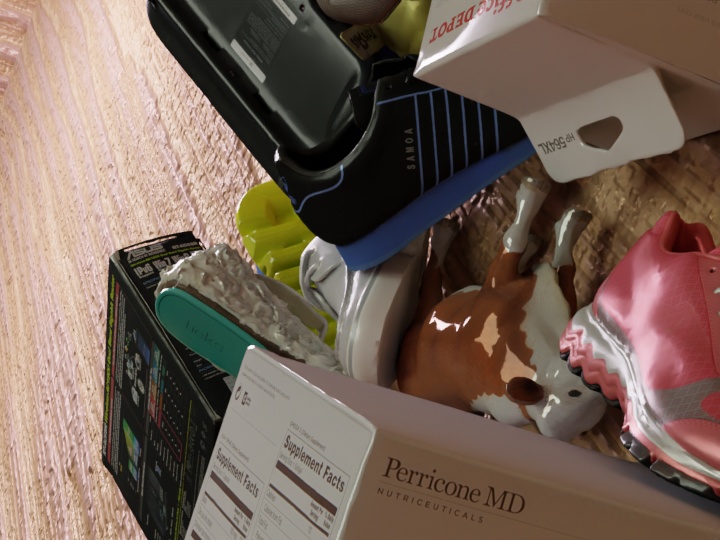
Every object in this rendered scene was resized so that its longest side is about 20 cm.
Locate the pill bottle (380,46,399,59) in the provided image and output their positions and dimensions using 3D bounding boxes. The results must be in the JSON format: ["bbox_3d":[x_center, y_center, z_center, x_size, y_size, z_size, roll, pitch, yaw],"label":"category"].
[{"bbox_3d":[0.006,-0.203,1.192,0.201,0.115,0.116,-68,20,12],"label":"pill bottle"}]

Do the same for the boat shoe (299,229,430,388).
[{"bbox_3d":[0.000,0.000,1.025,0.200,0.068,0.072,-74,-10,-57],"label":"boat shoe"}]

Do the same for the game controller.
[{"bbox_3d":[-0.054,-0.128,1.049,0.200,0.042,0.105,51,120,24],"label":"game controller"}]

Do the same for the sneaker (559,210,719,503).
[{"bbox_3d":[0.139,0.032,0.710,0.087,0.073,0.200,-64,23,12],"label":"sneaker"}]

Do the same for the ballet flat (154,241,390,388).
[{"bbox_3d":[-0.026,0.055,1.017,0.072,0.200,0.072,-47,-6,-7],"label":"ballet flat"}]

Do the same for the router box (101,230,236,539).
[{"bbox_3d":[-0.106,0.099,1.149,0.150,0.062,0.201,52,147,35],"label":"router box"}]

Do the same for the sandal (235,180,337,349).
[{"bbox_3d":[-0.029,0.034,1.172,0.087,0.079,0.201,80,180,-48],"label":"sandal"}]

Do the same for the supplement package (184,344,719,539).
[{"bbox_3d":[0.050,0.118,0.684,0.156,0.199,0.112,22,95,69],"label":"supplement package"}]

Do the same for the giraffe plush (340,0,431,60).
[{"bbox_3d":[0.066,-0.200,1.013,0.162,0.173,0.200,-39,21,20],"label":"giraffe plush"}]

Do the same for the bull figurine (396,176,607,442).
[{"bbox_3d":[0.072,0.027,0.903,0.200,0.065,0.122,-16,56,66],"label":"bull figurine"}]

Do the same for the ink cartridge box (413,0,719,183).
[{"bbox_3d":[0.118,-0.150,0.838,0.128,0.124,0.201,-18,56,66],"label":"ink cartridge box"}]

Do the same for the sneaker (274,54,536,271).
[{"bbox_3d":[0.047,-0.086,0.939,0.200,0.078,0.070,-39,20,7],"label":"sneaker"}]

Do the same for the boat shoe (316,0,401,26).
[{"bbox_3d":[0.033,-0.212,0.925,0.201,0.075,0.072,-68,-25,-8],"label":"boat shoe"}]

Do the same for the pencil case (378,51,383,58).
[{"bbox_3d":[-0.034,-0.145,1.106,0.088,0.088,0.201,-32,80,60],"label":"pencil case"}]
